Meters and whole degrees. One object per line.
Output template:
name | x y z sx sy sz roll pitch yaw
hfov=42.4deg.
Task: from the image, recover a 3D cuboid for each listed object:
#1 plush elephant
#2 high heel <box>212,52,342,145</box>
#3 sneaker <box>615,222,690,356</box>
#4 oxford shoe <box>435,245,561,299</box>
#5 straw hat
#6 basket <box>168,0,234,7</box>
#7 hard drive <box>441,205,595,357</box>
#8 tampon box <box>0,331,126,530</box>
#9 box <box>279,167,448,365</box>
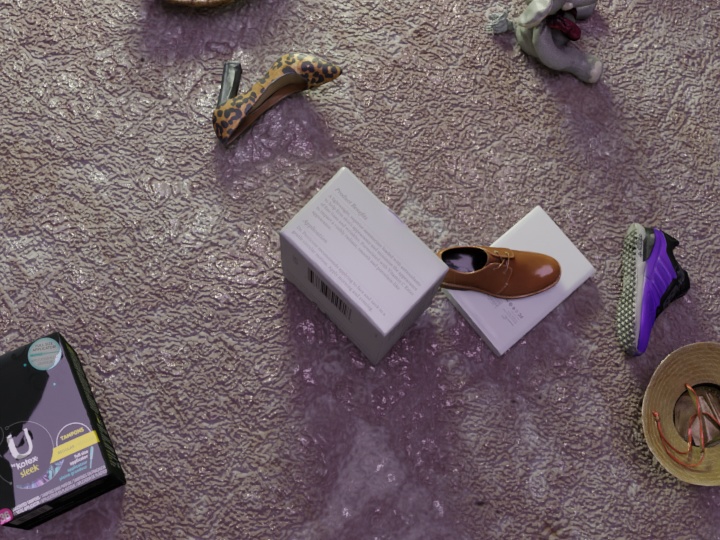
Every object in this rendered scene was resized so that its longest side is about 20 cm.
plush elephant | 0.306 -0.412 1.453 0.196 0.155 0.168 9 72 -2
high heel | -0.126 -0.253 1.407 0.196 0.072 0.145 -1 66 12
sneaker | 0.439 0.031 1.372 0.097 0.070 0.204 11 73 -4
oxford shoe | 0.199 -0.003 1.336 0.195 0.071 0.073 0 71 -6
straw hat | 0.480 0.206 1.314 0.196 0.085 0.205 0 74 1
basket | -0.247 -0.497 1.483 0.196 0.149 0.146 -9 107 -8
hard drive | 0.236 0.014 1.383 0.199 0.026 0.132 -38 79 -15
tampon box | -0.418 0.211 1.214 0.148 0.127 0.203 -24 76 -12
box | 0.000 0.000 1.277 0.199 0.200 0.131 44 76 10
